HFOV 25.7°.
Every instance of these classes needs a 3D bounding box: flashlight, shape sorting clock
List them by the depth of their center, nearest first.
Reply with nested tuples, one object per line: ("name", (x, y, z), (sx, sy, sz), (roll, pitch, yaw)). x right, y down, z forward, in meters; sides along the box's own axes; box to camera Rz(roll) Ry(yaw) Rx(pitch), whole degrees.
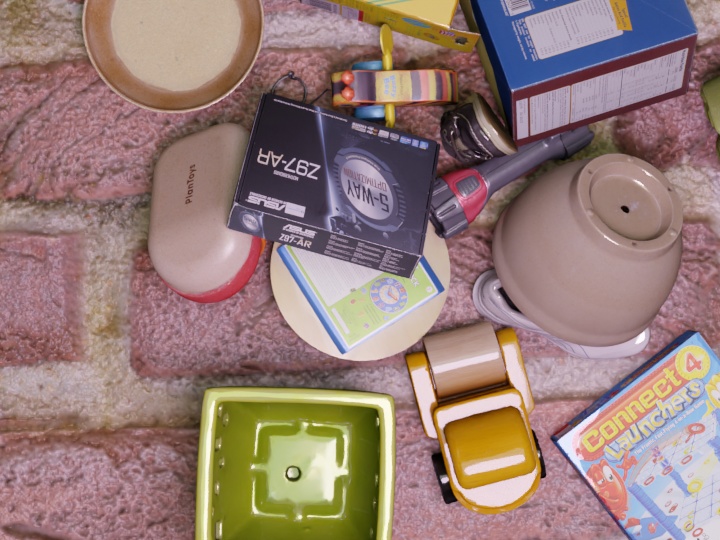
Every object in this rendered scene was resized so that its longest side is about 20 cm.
("flashlight", (0.159, -0.109, 1.723), (0.200, 0.068, 0.068), (-31, 125, -10))
("shape sorting clock", (0.000, 0.000, 1.736), (0.200, 0.039, 0.200), (0, 86, -3))

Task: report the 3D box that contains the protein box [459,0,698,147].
("protein box", (0.224, -0.270, 1.665), (0.200, 0.135, 0.199), (-17, 68, -1))

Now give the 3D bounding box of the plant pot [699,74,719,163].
("plant pot", (0.470, -0.170, 1.683), (0.190, 0.200, 0.200), (-16, 89, 11))

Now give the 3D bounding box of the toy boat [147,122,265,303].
("toy boat", (-0.148, -0.051, 1.700), (0.130, 0.131, 0.200), (-18, 52, 24))

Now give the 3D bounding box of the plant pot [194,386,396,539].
("plant pot", (-0.066, 0.217, 1.663), (0.200, 0.181, 0.199), (3, 90, -1))

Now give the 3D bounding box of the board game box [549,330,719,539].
("board game box", (0.347, 0.202, 1.729), (0.200, 0.056, 0.196), (-38, 90, -1))

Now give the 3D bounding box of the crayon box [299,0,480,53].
("crayon box", (0.036, -0.292, 1.698), (0.200, 0.127, 0.051), (17, 89, -1))

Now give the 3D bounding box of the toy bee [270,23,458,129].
("toy bee", (0.011, -0.189, 1.706), (0.200, 0.109, 0.131), (-24, 91, -1))

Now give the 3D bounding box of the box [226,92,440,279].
("box", (-0.026, -0.089, 1.635), (0.200, 0.044, 0.160), (16, 52, -6))

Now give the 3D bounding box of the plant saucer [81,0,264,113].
("plant saucer", (-0.205, -0.271, 1.740), (0.200, 0.035, 0.200), (0, 89, 0))

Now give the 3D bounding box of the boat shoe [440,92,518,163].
("boat shoe", (0.118, -0.142, 1.663), (0.066, 0.201, 0.072), (-34, 100, 7))

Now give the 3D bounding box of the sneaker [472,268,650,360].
("sneaker", (0.220, 0.052, 1.715), (0.200, 0.087, 0.075), (15, 88, -1))

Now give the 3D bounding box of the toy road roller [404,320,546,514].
("toy road roller", (0.130, 0.160, 1.683), (0.123, 0.146, 0.200), (-15, 90, -1))

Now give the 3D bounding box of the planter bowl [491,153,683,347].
("planter bowl", (0.254, -0.039, 1.649), (0.200, 0.135, 0.200), (9, 57, -15))
